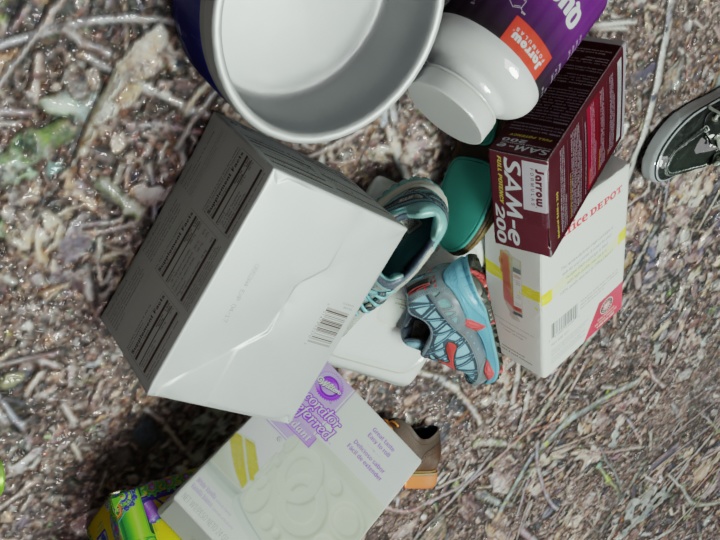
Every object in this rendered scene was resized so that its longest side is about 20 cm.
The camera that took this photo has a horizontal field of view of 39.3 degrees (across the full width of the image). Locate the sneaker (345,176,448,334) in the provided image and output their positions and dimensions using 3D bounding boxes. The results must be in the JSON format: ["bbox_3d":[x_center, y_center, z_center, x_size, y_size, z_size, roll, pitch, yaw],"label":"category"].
[{"bbox_3d":[0.000,0.000,0.895,0.077,0.086,0.200,40,100,-15],"label":"sneaker"}]

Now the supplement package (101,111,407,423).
[{"bbox_3d":[-0.088,0.003,0.832,0.155,0.111,0.201,20,107,-44],"label":"supplement package"}]

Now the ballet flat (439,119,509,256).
[{"bbox_3d":[0.121,-0.113,0.948,0.072,0.067,0.203,-13,116,-47],"label":"ballet flat"}]

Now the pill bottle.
[{"bbox_3d":[0.127,-0.206,0.831,0.201,0.112,0.113,-54,137,-9],"label":"pill bottle"}]

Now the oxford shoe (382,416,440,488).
[{"bbox_3d":[0.013,0.192,1.090,0.199,0.071,0.074,12,92,-47],"label":"oxford shoe"}]

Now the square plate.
[{"bbox_3d":[0.036,0.024,1.005,0.199,0.028,0.200,19,107,-45],"label":"square plate"}]

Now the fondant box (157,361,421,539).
[{"bbox_3d":[-0.059,0.191,0.894,0.200,0.144,0.058,-44,179,-38],"label":"fondant box"}]

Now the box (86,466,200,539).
[{"bbox_3d":[-0.121,0.283,0.923,0.198,0.195,0.122,-11,159,-31],"label":"box"}]

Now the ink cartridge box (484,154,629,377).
[{"bbox_3d":[0.206,-0.015,1.057,0.144,0.083,0.202,-34,136,-28],"label":"ink cartridge box"}]

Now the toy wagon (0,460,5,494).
[{"bbox_3d":[-0.363,0.179,0.793,0.153,0.040,0.202,-1,119,-38],"label":"toy wagon"}]

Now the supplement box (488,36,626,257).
[{"bbox_3d":[0.187,-0.121,0.939,0.201,0.060,0.110,-53,145,-38],"label":"supplement box"}]

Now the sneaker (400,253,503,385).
[{"bbox_3d":[0.087,0.054,1.010,0.094,0.080,0.201,-12,143,7],"label":"sneaker"}]

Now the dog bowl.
[{"bbox_3d":[-0.037,-0.203,0.751,0.198,0.079,0.202,-20,130,-26],"label":"dog bowl"}]

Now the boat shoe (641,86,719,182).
[{"bbox_3d":[0.408,-0.155,1.141,0.198,0.068,0.074,-30,134,-18],"label":"boat shoe"}]
